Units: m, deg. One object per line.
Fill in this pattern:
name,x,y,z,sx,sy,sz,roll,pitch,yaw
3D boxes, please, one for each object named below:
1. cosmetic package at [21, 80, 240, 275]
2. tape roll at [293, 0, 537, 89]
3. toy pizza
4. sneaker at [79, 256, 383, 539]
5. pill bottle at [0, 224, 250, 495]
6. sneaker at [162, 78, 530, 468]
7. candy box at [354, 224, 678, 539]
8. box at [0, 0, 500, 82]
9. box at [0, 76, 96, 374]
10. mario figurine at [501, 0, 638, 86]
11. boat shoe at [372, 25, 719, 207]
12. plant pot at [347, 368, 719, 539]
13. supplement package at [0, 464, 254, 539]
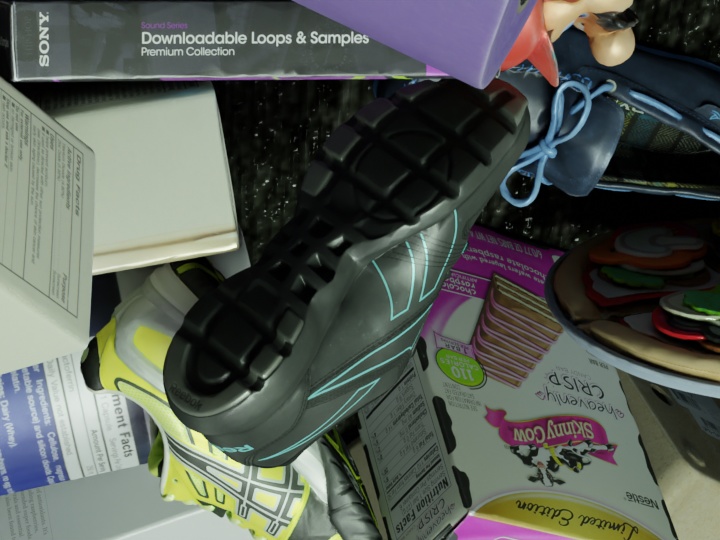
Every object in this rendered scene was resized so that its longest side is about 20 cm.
cosmetic package,-0.157,-0.035,1.029,0.199,0.104,0.074,-10,102,-4
tape roll,0.049,-0.173,0.869,0.085,0.200,0.201,26,135,5
toy pizza,0.189,0.008,1.158,0.199,0.200,0.032,-4,115,-15
sneaker,-0.052,0.084,1.080,0.076,0.075,0.200,-33,112,3
pill bottle,-0.145,0.042,1.131,0.199,0.116,0.116,-12,141,-7
sneaker,0.000,0.000,1.011,0.200,0.075,0.079,-45,140,-8
candy box,0.065,0.067,1.164,0.136,0.201,0.061,16,132,-33
box,-0.058,-0.097,0.989,0.199,0.143,0.036,0,97,-17
box,-0.182,-0.040,0.865,0.077,0.095,0.200,-16,146,24
mario figurine,0.132,-0.138,1.015,0.199,0.106,0.123,-31,156,7
boat shoe,0.106,-0.073,1.118,0.199,0.069,0.084,1,138,-20
plant pot,0.131,0.141,1.293,0.199,0.200,0.177,26,114,-40
supplement package,-0.113,0.118,1.226,0.199,0.122,0.120,-19,141,4
